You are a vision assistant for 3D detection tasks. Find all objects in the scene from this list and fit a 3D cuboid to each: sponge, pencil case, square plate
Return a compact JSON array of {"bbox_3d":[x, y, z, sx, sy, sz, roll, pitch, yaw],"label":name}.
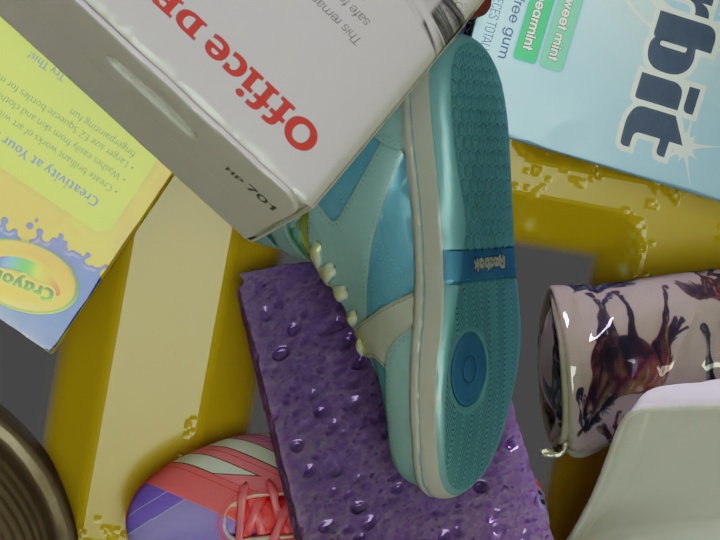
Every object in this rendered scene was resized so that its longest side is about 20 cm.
[{"bbox_3d":[0.018,0.084,0.898,0.111,0.030,0.201,-10,63,-10],"label":"sponge"},{"bbox_3d":[0.176,0.043,0.948,0.198,0.078,0.090,-5,73,-10],"label":"pencil case"},{"bbox_3d":[0.196,0.094,0.928,0.198,0.199,0.029,-3,60,-9],"label":"square plate"}]

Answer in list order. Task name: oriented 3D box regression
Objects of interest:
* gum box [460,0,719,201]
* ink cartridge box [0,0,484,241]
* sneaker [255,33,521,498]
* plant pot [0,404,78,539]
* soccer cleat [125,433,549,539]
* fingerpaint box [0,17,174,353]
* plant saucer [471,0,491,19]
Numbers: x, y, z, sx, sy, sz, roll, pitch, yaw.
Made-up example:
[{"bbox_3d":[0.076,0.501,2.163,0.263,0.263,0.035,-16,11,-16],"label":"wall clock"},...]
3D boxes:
[{"bbox_3d":[0.152,-0.126,0.935,0.199,0.045,0.171,15,96,-11],"label":"gum box"},{"bbox_3d":[-0.025,-0.136,0.782,0.146,0.086,0.200,42,71,-10],"label":"ink cartridge box"},{"bbox_3d":[0.000,0.000,0.890,0.130,0.079,0.202,-3,83,29],"label":"sneaker"},{"bbox_3d":[-0.224,0.148,0.891,0.199,0.093,0.203,-2,100,-10],"label":"plant pot"},{"bbox_3d":[-0.009,0.114,0.929,0.198,0.076,0.067,-1,99,-10],"label":"soccer cleat"},{"bbox_3d":[-0.172,-0.090,0.870,0.199,0.073,0.167,34,91,-13],"label":"fingerpaint box"},{"bbox_3d":[-0.047,-0.192,0.848,0.198,0.037,0.202,-14,88,-22],"label":"plant saucer"}]
